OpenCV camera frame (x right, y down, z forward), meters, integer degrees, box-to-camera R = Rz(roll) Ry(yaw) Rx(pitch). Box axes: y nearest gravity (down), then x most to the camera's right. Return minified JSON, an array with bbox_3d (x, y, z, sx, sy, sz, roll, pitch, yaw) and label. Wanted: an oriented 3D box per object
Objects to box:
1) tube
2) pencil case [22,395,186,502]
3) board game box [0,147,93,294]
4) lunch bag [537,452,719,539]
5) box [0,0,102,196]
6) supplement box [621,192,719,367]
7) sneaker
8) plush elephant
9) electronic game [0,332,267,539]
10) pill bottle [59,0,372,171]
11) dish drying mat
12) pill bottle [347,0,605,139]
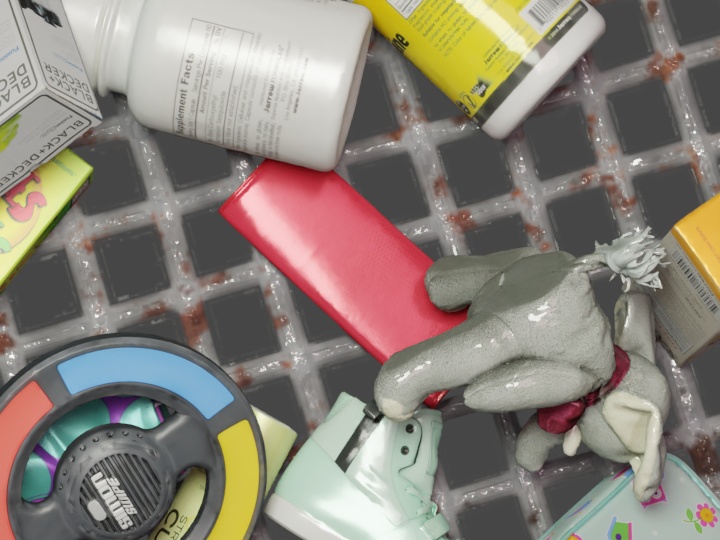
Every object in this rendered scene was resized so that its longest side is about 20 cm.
[{"bbox_3d":[-0.110,0.183,1.706,0.052,0.058,0.201,34,83,-34],"label":"tube"},{"bbox_3d":[-0.214,0.130,1.682,0.199,0.085,0.093,-23,51,-8],"label":"pencil case"},{"bbox_3d":[-0.278,-0.018,1.717,0.101,0.048,0.200,37,80,0],"label":"board game box"},{"bbox_3d":[0.208,0.231,1.703,0.160,0.077,0.200,-39,91,-35],"label":"lunch bag"},{"bbox_3d":[-0.251,-0.152,1.672,0.116,0.060,0.201,-33,57,20],"label":"box"},{"bbox_3d":[0.256,-0.013,1.698,0.126,0.200,0.074,-34,83,-9],"label":"supplement box"},{"bbox_3d":[0.049,0.159,1.710,0.200,0.074,0.119,29,87,1],"label":"sneaker"},{"bbox_3d":[0.134,0.068,1.681,0.199,0.165,0.155,-19,114,22],"label":"plush elephant"},{"bbox_3d":[-0.155,0.136,1.634,0.199,0.042,0.201,-6,108,-18],"label":"electronic game"},{"bbox_3d":[-0.100,-0.143,1.719,0.199,0.114,0.115,14,80,3],"label":"pill bottle"},{"bbox_3d":[0.000,0.000,1.761,0.200,0.018,0.077,43,79,0],"label":"dish drying mat"},{"bbox_3d":[0.060,-0.194,1.748,0.200,0.112,0.112,44,80,2],"label":"pill bottle"}]
